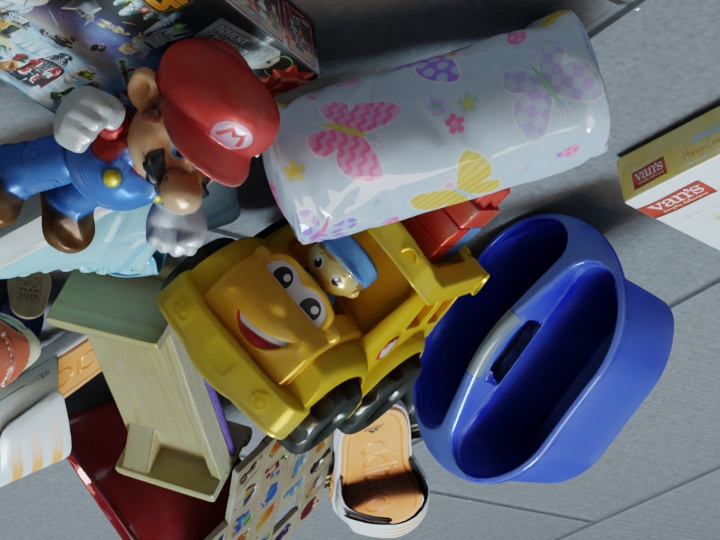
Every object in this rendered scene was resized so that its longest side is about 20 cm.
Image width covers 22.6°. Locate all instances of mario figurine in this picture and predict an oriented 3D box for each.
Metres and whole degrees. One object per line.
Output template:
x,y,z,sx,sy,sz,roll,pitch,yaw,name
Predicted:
-0.124,-0.049,0.958,0.200,0.106,0.123,-21,-174,41,mario figurine

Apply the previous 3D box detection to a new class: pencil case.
0.041,-0.082,1.007,0.199,0.091,0.083,-19,156,-4,pencil case

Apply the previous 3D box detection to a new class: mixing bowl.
-0.151,0.172,1.429,0.108,0.200,0.200,-36,157,-13,mixing bowl

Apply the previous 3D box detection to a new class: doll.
-0.269,0.061,1.297,0.136,0.049,0.200,2,152,-21,doll

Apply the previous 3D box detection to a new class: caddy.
0.120,0.057,1.251,0.105,0.141,0.200,15,115,-47,caddy

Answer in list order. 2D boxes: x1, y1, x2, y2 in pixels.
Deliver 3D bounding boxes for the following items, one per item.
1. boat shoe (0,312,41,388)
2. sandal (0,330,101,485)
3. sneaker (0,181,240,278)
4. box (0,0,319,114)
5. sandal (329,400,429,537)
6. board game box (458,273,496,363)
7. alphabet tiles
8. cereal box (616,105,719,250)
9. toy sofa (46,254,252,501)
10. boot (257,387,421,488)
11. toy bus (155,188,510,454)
-0.304,0.039,1.183,0.199,0.071,0.063,11,-160,28,boat shoe
-0.210,0.092,1.229,0.207,0.059,0.079,-39,158,-28,sandal
-0.164,-0.020,1.108,0.200,0.074,0.082,-21,116,26,sneaker
-0.131,-0.134,0.956,0.137,0.040,0.200,-22,150,25,box
0.015,0.172,1.414,0.079,0.059,0.207,-17,148,-4,sandal
-0.008,0.038,1.301,0.199,0.019,0.103,2,126,-17,board game box
-0.071,0.174,1.345,0.167,0.008,0.200,-42,158,-35,alphabet tiles
0.287,-0.059,1.205,0.144,0.040,0.200,-29,146,37,cereal box
-0.131,0.059,1.210,0.083,0.098,0.200,14,145,20,toy sofa
-0.019,0.096,1.416,0.200,0.078,0.138,-28,145,11,boot
0.000,0.000,1.094,0.192,0.136,0.200,-44,169,19,toy bus
